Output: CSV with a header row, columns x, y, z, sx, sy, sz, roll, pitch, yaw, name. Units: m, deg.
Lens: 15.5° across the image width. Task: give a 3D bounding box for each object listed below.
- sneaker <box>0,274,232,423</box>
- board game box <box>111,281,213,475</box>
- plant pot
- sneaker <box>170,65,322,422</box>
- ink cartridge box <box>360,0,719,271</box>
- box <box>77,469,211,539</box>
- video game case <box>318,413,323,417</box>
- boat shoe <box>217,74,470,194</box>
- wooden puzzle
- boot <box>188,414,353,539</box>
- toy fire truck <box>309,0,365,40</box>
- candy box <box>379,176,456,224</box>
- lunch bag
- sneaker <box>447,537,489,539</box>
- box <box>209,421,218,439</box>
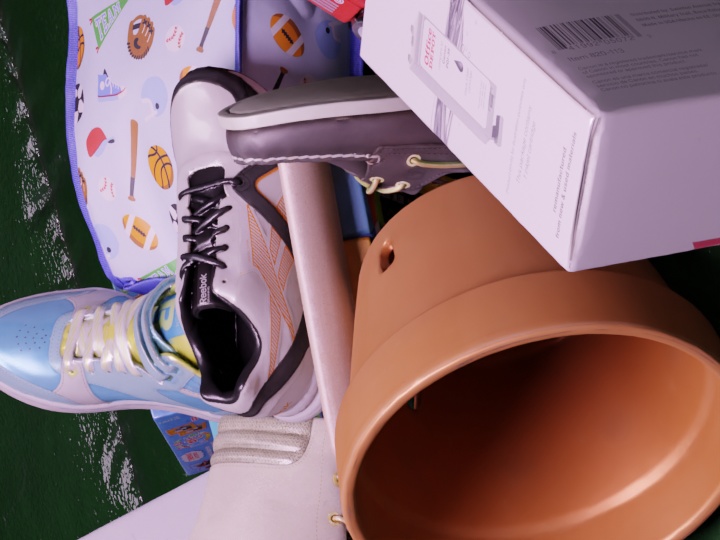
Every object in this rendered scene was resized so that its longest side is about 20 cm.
x,y,z,sx,sy,sz,roll,pitch,yaw,name
-0.133,0.035,1.525,0.131,0.199,0.080,85,-170,-72,sneaker
-0.133,0.045,1.769,0.200,0.036,0.152,77,175,-75,board game box
0.078,0.046,1.295,0.200,0.199,0.140,108,158,-43,plant pot
-0.067,-0.015,1.426,0.074,0.080,0.201,-21,80,35,sneaker
0.110,-0.095,1.204,0.200,0.146,0.083,50,141,46,ink cartridge box
-0.081,0.247,1.556,0.199,0.171,0.200,58,166,18,box
-0.042,0.069,1.675,0.182,0.022,0.201,-122,32,-51,video game case
0.028,-0.067,1.314,0.072,0.201,0.061,-146,50,-65,boat shoe
0.000,0.000,1.427,0.200,0.037,0.186,-45,-55,-79,wooden puzzle
-0.007,0.163,1.441,0.072,0.199,0.155,72,-146,-62,boot
-0.021,-0.202,1.400,0.141,0.200,0.049,-34,28,60,toy fire truck
0.048,-0.001,1.493,0.200,0.026,0.103,22,122,60,candy box
-0.085,-0.089,1.560,0.170,0.124,0.201,-8,78,47,lunch bag
0.073,0.177,1.360,0.081,0.074,0.200,113,142,-57,sneaker
-0.081,0.016,1.663,0.082,0.049,0.200,114,145,-53,box
